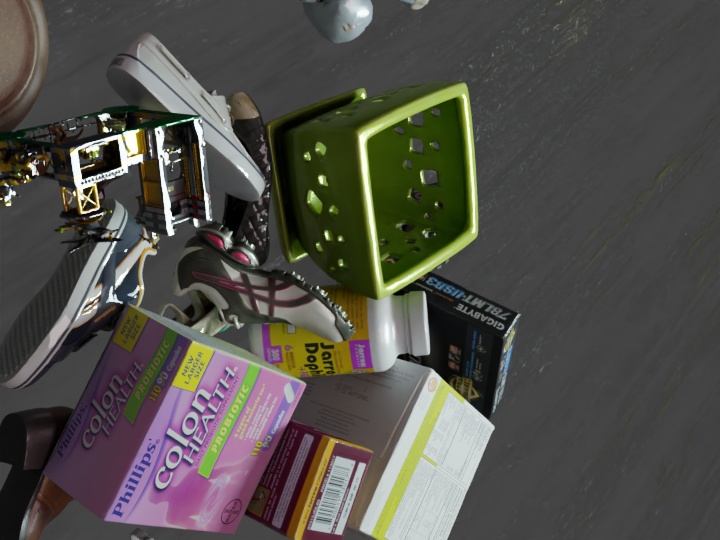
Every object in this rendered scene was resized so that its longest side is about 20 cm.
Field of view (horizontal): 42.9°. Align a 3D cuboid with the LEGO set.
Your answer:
[{"bbox_3d":[-0.228,-0.072,0.820,0.200,0.153,0.116,-36,128,-56],"label":"LEGO set"}]

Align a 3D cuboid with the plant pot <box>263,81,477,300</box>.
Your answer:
[{"bbox_3d":[0.005,-0.105,1.062,0.199,0.181,0.201,-31,122,-41],"label":"plant pot"}]

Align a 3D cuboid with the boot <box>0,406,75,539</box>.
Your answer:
[{"bbox_3d":[-0.283,0.224,0.932,0.200,0.068,0.189,8,87,-58],"label":"boot"}]

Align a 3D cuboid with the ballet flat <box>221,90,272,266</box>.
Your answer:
[{"bbox_3d":[-0.131,-0.092,0.997,0.057,0.066,0.201,-12,108,-36],"label":"ballet flat"}]

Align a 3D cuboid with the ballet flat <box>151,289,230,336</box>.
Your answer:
[{"bbox_3d":[-0.178,0.049,0.985,0.200,0.067,0.063,-44,119,-33],"label":"ballet flat"}]

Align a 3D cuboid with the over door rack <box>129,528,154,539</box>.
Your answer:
[{"bbox_3d":[-0.257,0.402,0.991,0.148,0.066,0.201,-34,125,-38],"label":"over door rack"}]

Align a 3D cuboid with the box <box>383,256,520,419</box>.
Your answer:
[{"bbox_3d":[0.095,0.082,1.163,0.050,0.198,0.200,-53,158,-30],"label":"box"}]

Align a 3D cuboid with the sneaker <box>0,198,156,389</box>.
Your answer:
[{"bbox_3d":[-0.261,0.034,0.870,0.079,0.078,0.201,46,65,-40],"label":"sneaker"}]

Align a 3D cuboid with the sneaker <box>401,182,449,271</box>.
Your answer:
[{"bbox_3d":[0.084,-0.060,1.223,0.201,0.097,0.071,-51,143,-49],"label":"sneaker"}]

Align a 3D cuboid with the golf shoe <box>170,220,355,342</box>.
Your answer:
[{"bbox_3d":[-0.102,0.032,0.968,0.199,0.077,0.088,32,80,-4],"label":"golf shoe"}]

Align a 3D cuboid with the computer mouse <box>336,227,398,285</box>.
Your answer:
[{"bbox_3d":[0.000,0.000,1.193,0.200,0.044,0.110,-53,134,-26],"label":"computer mouse"}]

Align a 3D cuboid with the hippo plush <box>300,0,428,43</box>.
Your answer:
[{"bbox_3d":[0.002,-0.343,1.006,0.161,0.159,0.200,-52,135,-27],"label":"hippo plush"}]

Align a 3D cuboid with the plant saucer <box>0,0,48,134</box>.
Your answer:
[{"bbox_3d":[-0.337,-0.191,0.749,0.200,0.037,0.201,-18,115,-47],"label":"plant saucer"}]

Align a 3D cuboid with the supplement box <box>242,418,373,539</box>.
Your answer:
[{"bbox_3d":[-0.100,0.215,1.016,0.086,0.199,0.111,30,78,-50],"label":"supplement box"}]

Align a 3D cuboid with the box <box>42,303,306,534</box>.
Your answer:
[{"bbox_3d":[-0.174,0.153,0.905,0.200,0.096,0.177,33,82,-55],"label":"box"}]

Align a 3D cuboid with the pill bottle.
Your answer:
[{"bbox_3d":[-0.023,0.067,1.055,0.104,0.199,0.105,-5,90,-84],"label":"pill bottle"}]

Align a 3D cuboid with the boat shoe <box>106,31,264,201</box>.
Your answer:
[{"bbox_3d":[-0.163,-0.153,0.924,0.200,0.072,0.066,42,62,-24],"label":"boat shoe"}]

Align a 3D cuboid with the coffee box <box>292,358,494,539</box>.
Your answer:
[{"bbox_3d":[0.014,0.225,1.153,0.198,0.199,0.201,43,68,-47],"label":"coffee box"}]
